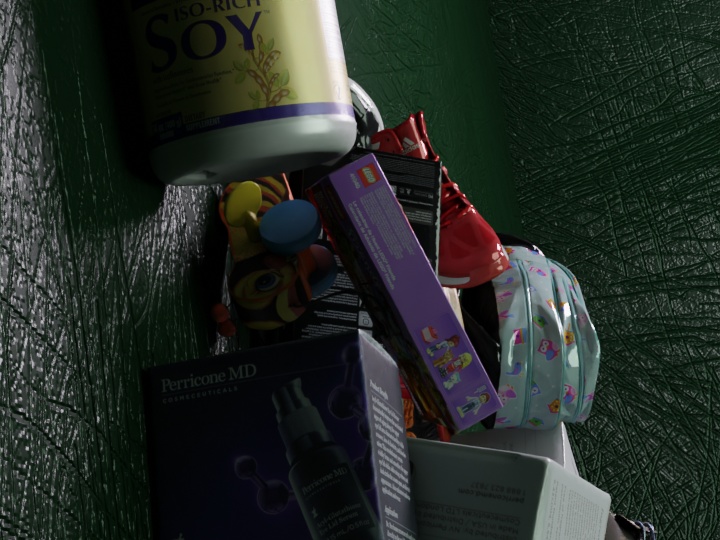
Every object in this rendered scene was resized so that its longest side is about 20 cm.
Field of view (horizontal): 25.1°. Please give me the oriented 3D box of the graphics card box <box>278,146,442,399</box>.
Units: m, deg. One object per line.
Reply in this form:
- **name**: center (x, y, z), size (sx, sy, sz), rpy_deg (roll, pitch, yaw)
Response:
- **graphics card box**: center (0.000, 0.000, 1.320), size (0.051, 0.125, 0.201), rpy_deg (139, -44, -66)

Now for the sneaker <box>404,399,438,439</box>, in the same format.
- **sneaker**: center (0.055, 0.116, 1.718), size (0.092, 0.075, 0.201), rpy_deg (-82, 160, -68)

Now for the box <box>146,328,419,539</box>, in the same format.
- **box**: center (-0.045, 0.153, 1.020), size (0.104, 0.147, 0.201), rpy_deg (46, 34, -68)

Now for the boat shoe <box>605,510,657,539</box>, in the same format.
- **boat shoe**: center (0.237, 0.256, 1.474), size (0.200, 0.072, 0.073), rpy_deg (63, 22, -51)

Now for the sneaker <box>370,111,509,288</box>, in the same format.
- **sneaker**: center (0.056, -0.067, 1.425), size (0.200, 0.078, 0.116), rpy_deg (37, -29, 53)

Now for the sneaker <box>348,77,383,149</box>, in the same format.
- **sneaker**: center (-0.007, -0.085, 1.584), size (0.112, 0.073, 0.201), rpy_deg (-88, 164, -52)

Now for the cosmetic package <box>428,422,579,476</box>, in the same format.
- **cosmetic package**: center (0.117, 0.269, 1.556), size (0.166, 0.199, 0.165), rpy_deg (-84, 160, -50)

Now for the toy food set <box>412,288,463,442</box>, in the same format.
- **toy food set**: center (0.068, 0.065, 1.546), size (0.200, 0.048, 0.199), rpy_deg (159, -78, -86)

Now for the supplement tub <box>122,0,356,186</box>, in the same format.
- **supplement tub**: center (-0.087, -0.168, 1.103), size (0.145, 0.144, 0.201), rpy_deg (0, 80, -78)

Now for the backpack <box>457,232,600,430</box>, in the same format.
- **backpack**: center (0.155, 0.067, 1.551), size (0.200, 0.126, 0.168), rpy_deg (-99, -176, -65)

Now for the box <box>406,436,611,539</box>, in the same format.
- **box**: center (0.050, 0.225, 1.126), size (0.171, 0.198, 0.201), rpy_deg (37, 62, -61)

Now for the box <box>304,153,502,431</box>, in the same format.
- **box**: center (0.028, 0.017, 1.175), size (0.201, 0.039, 0.137), rpy_deg (63, -9, -2)

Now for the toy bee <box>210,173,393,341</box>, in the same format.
- **toy bee**: center (-0.071, -0.005, 1.199), size (0.132, 0.108, 0.200), rpy_deg (68, -10, -24)

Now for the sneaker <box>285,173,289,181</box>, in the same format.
- **sneaker**: center (-0.035, -0.028, 1.407), size (0.201, 0.099, 0.078), rpy_deg (56, 18, 14)
